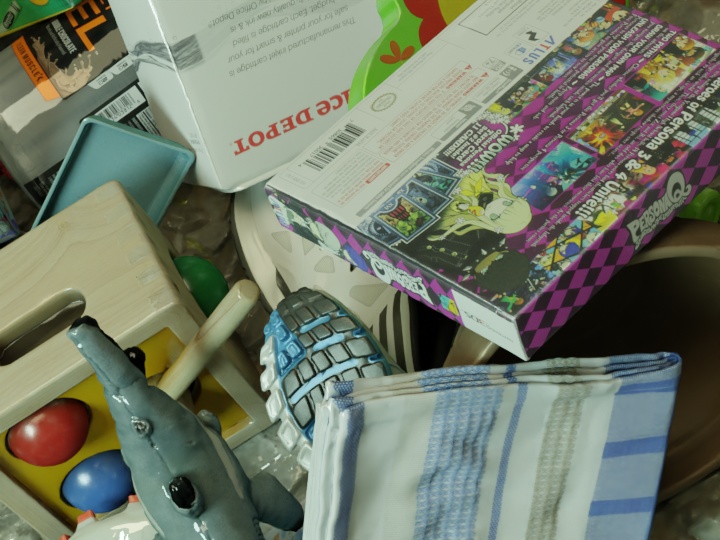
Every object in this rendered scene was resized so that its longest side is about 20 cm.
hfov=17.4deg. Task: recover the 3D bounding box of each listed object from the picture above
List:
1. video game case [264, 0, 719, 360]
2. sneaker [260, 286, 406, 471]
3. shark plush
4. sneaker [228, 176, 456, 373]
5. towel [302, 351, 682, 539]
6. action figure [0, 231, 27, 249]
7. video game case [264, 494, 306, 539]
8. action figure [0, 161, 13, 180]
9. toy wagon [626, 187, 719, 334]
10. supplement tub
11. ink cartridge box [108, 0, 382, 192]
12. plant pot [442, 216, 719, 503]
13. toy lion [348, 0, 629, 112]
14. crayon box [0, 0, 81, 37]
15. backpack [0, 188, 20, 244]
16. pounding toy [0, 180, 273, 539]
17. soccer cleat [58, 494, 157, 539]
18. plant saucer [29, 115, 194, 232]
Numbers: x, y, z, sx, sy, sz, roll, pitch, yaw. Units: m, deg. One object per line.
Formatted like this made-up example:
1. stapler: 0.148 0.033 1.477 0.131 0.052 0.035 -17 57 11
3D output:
1. video game case: 0.082 -0.062 1.188 0.181 0.036 0.200 28 61 39
2. sneaker: 0.018 0.095 1.286 0.075 0.087 0.200 -32 91 24
3. shark plush: -0.086 0.105 1.239 0.091 0.201 0.083 -18 20 -2
4. sneaker: 0.000 0.000 1.370 0.115 0.076 0.201 -34 58 24
5. towel: 0.065 0.110 1.187 0.199 0.147 0.024 -5 32 -21
6. action figure: -0.277 0.031 1.492 0.130 0.069 0.201 -11 55 25
7. video game case: -0.033 0.238 1.299 0.200 0.022 0.182 -44 55 -5
8. action figure: -0.297 -0.094 1.580 0.065 0.099 0.200 -41 33 0
9. toy wagon: 0.110 -0.006 1.367 0.155 0.040 0.200 23 74 31
10. supplement tub: -0.140 -0.126 1.488 0.200 0.123 0.123 -36 55 0
11. ink cartridge box: -0.069 -0.165 1.387 0.146 0.201 0.083 -26 16 -21
12. plant pot: 0.125 0.034 1.244 0.200 0.201 0.093 -30 47 5
13. toy lion: 0.073 -0.120 1.305 0.200 0.069 0.192 -35 93 -22
14. crayon box: -0.208 -0.209 1.528 0.119 0.058 0.200 -47 20 -29
15. backpack: -0.303 -0.060 1.383 0.150 0.200 0.178 -38 65 -2
16. pounding toy: -0.136 0.056 1.346 0.200 0.184 0.142 -32 55 3
17. soccer cleat: -0.170 0.199 1.356 0.200 0.069 0.078 -30 60 13
18. plant saucer: -0.169 -0.009 1.407 0.200 0.070 0.019 -60 23 31
